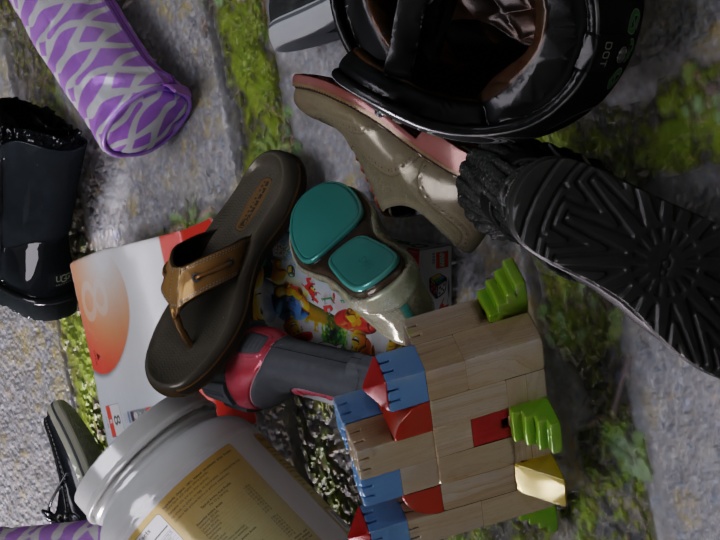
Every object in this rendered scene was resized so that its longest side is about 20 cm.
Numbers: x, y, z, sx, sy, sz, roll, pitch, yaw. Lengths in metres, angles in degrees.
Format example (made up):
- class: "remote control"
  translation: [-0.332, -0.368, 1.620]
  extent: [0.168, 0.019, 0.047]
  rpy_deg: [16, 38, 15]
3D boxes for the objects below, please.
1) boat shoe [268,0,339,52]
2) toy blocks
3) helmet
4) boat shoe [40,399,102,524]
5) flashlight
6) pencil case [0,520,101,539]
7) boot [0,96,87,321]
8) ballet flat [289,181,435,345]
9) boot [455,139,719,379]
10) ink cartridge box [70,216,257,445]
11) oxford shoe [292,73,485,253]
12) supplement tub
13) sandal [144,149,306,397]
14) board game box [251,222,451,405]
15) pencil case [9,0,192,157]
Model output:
- class: "boat shoe"
  translation: [-0.003, -0.199, 1.639]
  extent: [0.200, 0.068, 0.057]
  rpy_deg: [-17, 84, 51]
- class: "toy blocks"
  translation: [0.048, 0.100, 1.528]
  extent: [0.100, 0.136, 0.200]
  rpy_deg: [-114, 12, -48]
- class: "helmet"
  translation: [0.073, -0.170, 1.462]
  extent: [0.199, 0.191, 0.201]
  rpy_deg: [2, 106, 7]
- class: "boat shoe"
  translation: [-0.229, 0.204, 1.961]
  extent: [0.062, 0.075, 0.201]
  rpy_deg: [-18, 85, 6]
- class: "flashlight"
  translation: [-0.026, 0.079, 1.671]
  extent: [0.200, 0.068, 0.068]
  rpy_deg: [11, 102, 43]
- class: "pencil case"
  translation: [-0.203, 0.236, 1.870]
  extent: [0.199, 0.084, 0.086]
  rpy_deg: [-5, 89, 19]
- class: "boot"
  translation: [-0.304, -0.066, 1.999]
  extent: [0.200, 0.076, 0.169]
  rpy_deg: [23, 117, 37]
- class: "ballet flat"
  translation: [0.000, 0.000, 1.607]
  extent: [0.062, 0.067, 0.200]
  rpy_deg: [53, -179, -25]
- class: "boot"
  translation: [0.163, -0.013, 1.463]
  extent: [0.080, 0.211, 0.158]
  rpy_deg: [-56, 10, -1]
- class: "ink cartridge box"
  translation: [-0.154, 0.055, 1.847]
  extent: [0.200, 0.050, 0.163]
  rpy_deg: [-18, 83, 63]
- class: "oxford shoe"
  translation: [0.016, -0.077, 1.626]
  extent: [0.200, 0.070, 0.075]
  rpy_deg: [33, 108, 41]
- class: "supplement tub"
  translation: [-0.095, 0.196, 1.726]
  extent: [0.200, 0.144, 0.145]
  rpy_deg: [45, 130, 13]
- class: "sandal"
  translation: [-0.104, -0.005, 1.709]
  extent: [0.082, 0.055, 0.200]
  rpy_deg: [16, 73, 49]
- class: "board game box"
  translation: [-0.014, 0.031, 1.717]
  extent: [0.200, 0.035, 0.127]
  rpy_deg: [12, 106, 47]
- class: "pencil case"
  translation: [-0.206, -0.182, 1.870]
  extent: [0.085, 0.084, 0.200]
  rpy_deg: [-42, 65, 19]
